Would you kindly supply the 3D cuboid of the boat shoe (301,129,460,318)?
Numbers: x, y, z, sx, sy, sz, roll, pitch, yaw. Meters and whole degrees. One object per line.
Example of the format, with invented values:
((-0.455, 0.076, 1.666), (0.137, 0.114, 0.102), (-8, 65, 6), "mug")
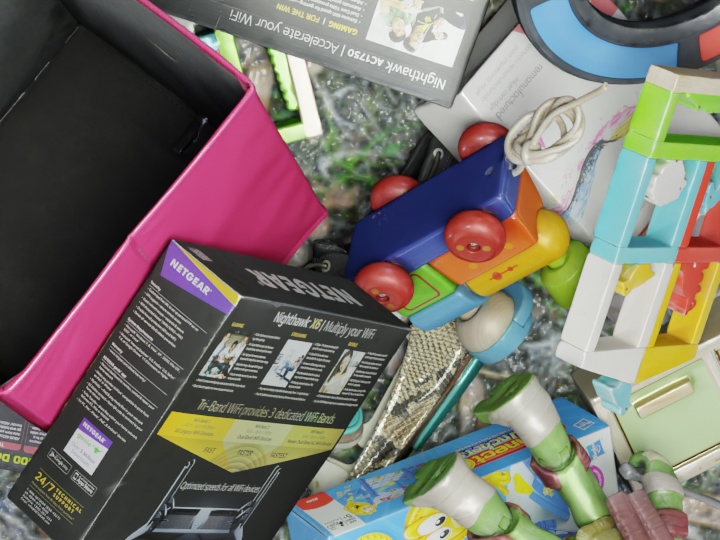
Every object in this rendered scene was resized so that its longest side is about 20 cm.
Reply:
((0.000, 0.000, 1.441), (0.066, 0.070, 0.200), (41, 93, -14), "boat shoe")

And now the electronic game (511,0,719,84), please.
((0.175, -0.182, 1.329), (0.199, 0.042, 0.201), (-15, 137, -14), "electronic game")

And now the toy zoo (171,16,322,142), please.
((-0.134, -0.118, 1.416), (0.199, 0.020, 0.132), (-15, 104, -3), "toy zoo")

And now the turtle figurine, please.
((0.117, 0.160, 1.395), (0.144, 0.200, 0.194), (-40, 101, 16), "turtle figurine")

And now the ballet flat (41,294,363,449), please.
((-0.096, 0.066, 1.392), (0.199, 0.068, 0.064), (23, 127, -12), "ballet flat")

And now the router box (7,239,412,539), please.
((-0.073, 0.072, 1.259), (0.052, 0.200, 0.158), (38, 100, 25), "router box")

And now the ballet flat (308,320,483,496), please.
((0.010, 0.104, 1.476), (0.075, 0.068, 0.201), (27, 93, 10), "ballet flat")

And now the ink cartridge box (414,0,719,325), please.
((0.143, -0.066, 1.423), (0.200, 0.067, 0.117), (46, 68, -14), "ink cartridge box")

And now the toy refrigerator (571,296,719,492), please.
((0.238, 0.058, 1.482), (0.199, 0.070, 0.076), (-26, 105, 0), "toy refrigerator")

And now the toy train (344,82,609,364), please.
((0.097, -0.022, 1.348), (0.200, 0.085, 0.116), (-29, 125, 36), "toy train")

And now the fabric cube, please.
((-0.164, -0.042, 1.259), (0.196, 0.199, 0.200), (37, 83, 17), "fabric cube")

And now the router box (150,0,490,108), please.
((-0.020, -0.190, 1.309), (0.199, 0.051, 0.150), (18, 107, -4), "router box")

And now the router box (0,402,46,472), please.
((-0.186, 0.042, 1.432), (0.199, 0.062, 0.151), (11, 100, -9), "router box")

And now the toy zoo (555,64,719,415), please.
((0.170, -0.015, 1.363), (0.020, 0.131, 0.201), (25, 106, 33), "toy zoo")

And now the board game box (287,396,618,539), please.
((0.066, 0.204, 1.456), (0.195, 0.056, 0.201), (-20, 114, -24), "board game box")
